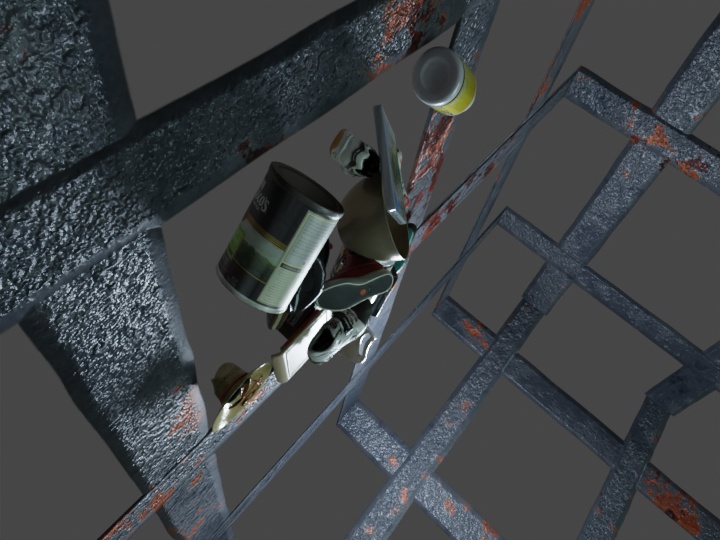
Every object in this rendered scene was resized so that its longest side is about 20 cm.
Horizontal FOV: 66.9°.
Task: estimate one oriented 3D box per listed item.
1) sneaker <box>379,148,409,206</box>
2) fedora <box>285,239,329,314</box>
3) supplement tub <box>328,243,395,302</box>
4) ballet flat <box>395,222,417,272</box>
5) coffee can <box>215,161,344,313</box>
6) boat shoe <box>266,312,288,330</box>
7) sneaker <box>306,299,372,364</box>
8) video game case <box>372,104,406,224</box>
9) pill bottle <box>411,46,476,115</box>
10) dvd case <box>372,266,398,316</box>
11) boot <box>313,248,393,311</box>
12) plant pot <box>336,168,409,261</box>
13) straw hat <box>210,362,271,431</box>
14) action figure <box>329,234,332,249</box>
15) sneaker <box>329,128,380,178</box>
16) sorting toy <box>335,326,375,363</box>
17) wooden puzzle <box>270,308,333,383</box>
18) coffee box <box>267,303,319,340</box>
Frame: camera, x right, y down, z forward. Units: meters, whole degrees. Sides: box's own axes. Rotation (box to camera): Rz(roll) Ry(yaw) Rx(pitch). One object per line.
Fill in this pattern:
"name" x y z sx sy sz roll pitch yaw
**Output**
"sneaker" 0.089 -0.206 1.338 0.070 0.093 0.202 -41 160 -31
"fedora" -0.126 0.010 1.063 0.195 0.092 0.206 -19 133 -21
"supplement tub" 0.000 0.000 1.419 0.144 0.144 0.204 -30 153 -52
"ballet flat" 0.141 -0.071 1.821 0.068 0.067 0.203 -42 163 -57
"coffee can" -0.136 -0.054 0.920 0.203 0.145 0.146 -57 163 15
"boat shoe" -0.148 0.053 1.195 0.072 0.076 0.206 9 127 -25
"sneaker" -0.046 0.135 1.268 0.200 0.074 0.089 -46 164 -12
"video game case" 0.063 -0.209 1.123 0.021 0.208 0.182 -8 175 11
"pill bottle" 0.190 -0.402 1.184 0.114 0.112 0.199 -57 163 19
"dvd case" 0.047 0.002 1.524 0.024 0.204 0.153 10 130 -21
"boot" -0.041 0.010 1.235 0.194 0.145 0.074 -16 131 -27
"plant pot" 0.021 -0.112 1.225 0.130 0.208 0.199 -12 175 18
"straw hat" -0.293 0.257 1.233 0.202 0.084 0.202 -50 169 -12
"action figure" -0.102 -0.068 1.171 0.066 0.051 0.200 -50 161 -4
"sneaker" 0.005 -0.214 1.099 0.077 0.087 0.199 -56 165 11
"sorting toy" -0.039 0.178 1.612 0.106 0.179 0.203 -30 153 -50
"wooden puzzle" -0.134 0.171 1.313 0.199 0.037 0.187 -41 160 -23
"coffee box" -0.142 0.116 1.371 0.114 0.079 0.200 -51 164 -1
